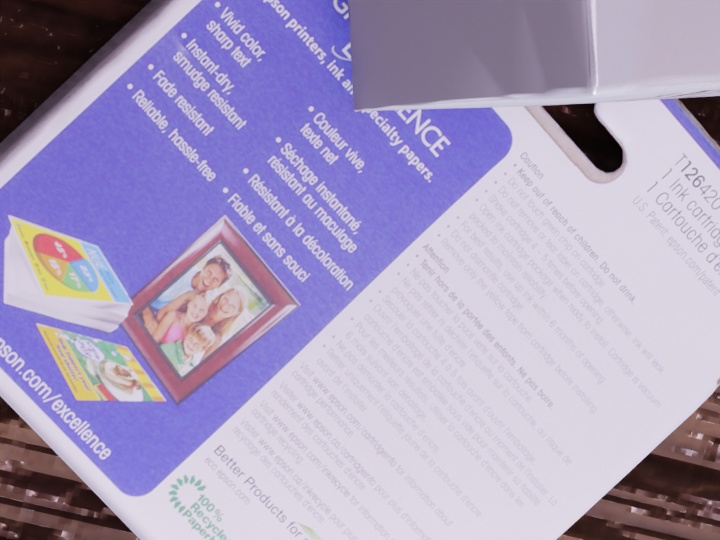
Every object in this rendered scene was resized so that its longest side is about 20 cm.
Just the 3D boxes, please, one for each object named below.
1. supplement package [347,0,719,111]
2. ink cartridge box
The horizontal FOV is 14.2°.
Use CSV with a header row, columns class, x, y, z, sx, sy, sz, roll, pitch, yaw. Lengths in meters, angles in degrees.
class,x,y,z,sx,sy,sz,roll,pitch,yaw
supplement package,0.111,-0.123,0.750,0.200,0.151,0.152,-5,93,-22
ink cartridge box,0.000,0.000,0.835,0.200,0.047,0.198,-43,105,-4
